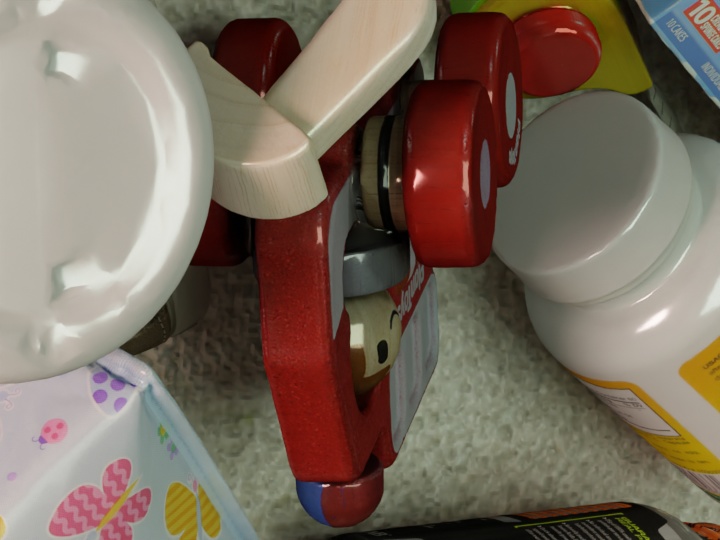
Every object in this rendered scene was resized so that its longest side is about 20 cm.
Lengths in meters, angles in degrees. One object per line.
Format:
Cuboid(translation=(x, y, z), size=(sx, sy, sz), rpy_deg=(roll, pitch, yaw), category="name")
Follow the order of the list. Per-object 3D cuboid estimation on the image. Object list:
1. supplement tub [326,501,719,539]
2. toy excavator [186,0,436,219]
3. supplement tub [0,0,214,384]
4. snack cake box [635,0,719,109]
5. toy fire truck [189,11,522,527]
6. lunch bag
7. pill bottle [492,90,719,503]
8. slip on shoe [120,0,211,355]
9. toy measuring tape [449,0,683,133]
Cuboid(translation=(0.072, 0.161, 1.099), size=(0.199, 0.122, 0.123), rpy_deg=(-3, 100, -34), category="supplement tub")
Cuboid(translation=(0.009, -0.133, 0.892), size=(0.194, 0.200, 0.100), rpy_deg=(-21, 149, -3), category="toy excavator")
Cuboid(translation=(-0.149, -0.043, 0.858), size=(0.132, 0.200, 0.133), rpy_deg=(-7, 103, -33), category="supplement tub")
Cuboid(translation=(0.198, -0.106, 1.117), size=(0.115, 0.067, 0.200), rpy_deg=(-34, 138, 13), category="snack cake box")
Cuboid(translation=(0.000, 0.000, 0.988), size=(0.200, 0.112, 0.169), rpy_deg=(-65, 152, -66), category="toy fire truck")
Cuboid(translation=(-0.123, 0.125, 0.949), size=(0.170, 0.127, 0.200), rpy_deg=(-46, 145, -18), category="lunch bag")
Cuboid(translation=(0.138, 0.013, 1.110), size=(0.200, 0.113, 0.113), rpy_deg=(40, 75, -41), category="pill bottle")
Cuboid(translation=(-0.110, -0.058, 0.964), size=(0.060, 0.076, 0.201), rpy_deg=(-27, 120, -29), category="slip on shoe")
Cuboid(translation=(0.085, -0.084, 1.110), size=(0.074, 0.073, 0.200), rpy_deg=(-52, 140, -16), category="toy measuring tape")
